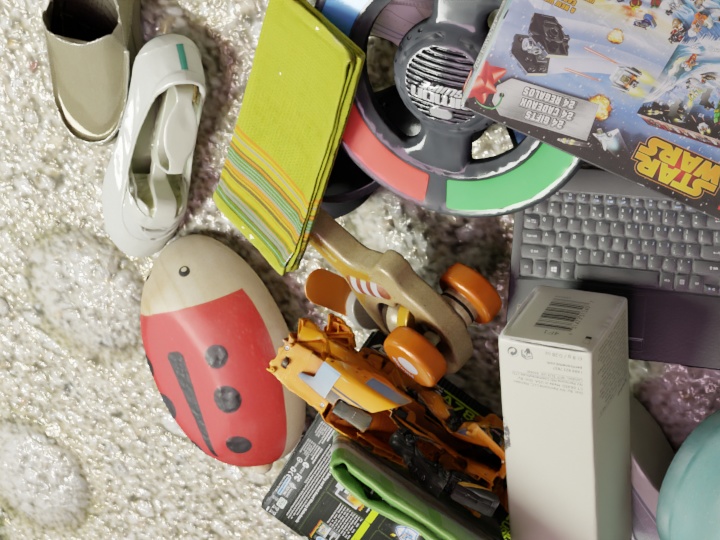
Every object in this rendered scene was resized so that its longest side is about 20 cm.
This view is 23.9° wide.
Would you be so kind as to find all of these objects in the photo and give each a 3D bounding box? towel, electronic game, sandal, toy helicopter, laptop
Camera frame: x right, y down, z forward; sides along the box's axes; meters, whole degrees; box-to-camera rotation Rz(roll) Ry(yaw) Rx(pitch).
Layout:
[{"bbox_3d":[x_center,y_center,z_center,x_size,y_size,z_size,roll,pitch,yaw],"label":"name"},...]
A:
[{"bbox_3d":[-0.052,-0.091,1.139,0.086,0.018,0.201,42,138,21],"label":"towel"},{"bbox_3d":[0.058,-0.123,1.077,0.199,0.042,0.201,12,126,18],"label":"electronic game"},{"bbox_3d":[0.003,-0.088,1.207,0.200,0.043,0.076,-28,105,38],"label":"sandal"},{"bbox_3d":[0.038,0.166,1.205,0.149,0.200,0.031,34,93,0],"label":"towel"},{"bbox_3d":[0.000,0.000,1.221,0.200,0.079,0.132,43,164,-2],"label":"toy helicopter"},{"bbox_3d":[0.168,-0.038,1.108,0.176,0.103,0.202,6,96,25],"label":"laptop"}]

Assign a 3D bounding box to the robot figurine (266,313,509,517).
[{"bbox_3d":[0.035,0.105,1.214,0.199,0.145,0.058,32,99,11],"label":"robot figurine"}]

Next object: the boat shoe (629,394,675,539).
[{"bbox_3d":[0.205,0.176,1.247,0.071,0.070,0.201,-24,110,26],"label":"boat shoe"}]

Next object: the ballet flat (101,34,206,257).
[{"bbox_3d":[-0.151,-0.078,1.272,0.069,0.069,0.201,24,125,13],"label":"ballet flat"}]

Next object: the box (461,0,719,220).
[{"bbox_3d":[0.176,-0.122,1.002,0.199,0.040,0.138,23,112,-6],"label":"box"}]

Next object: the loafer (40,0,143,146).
[{"bbox_3d":[-0.199,-0.173,1.244,0.075,0.068,0.201,20,127,15],"label":"loafer"}]

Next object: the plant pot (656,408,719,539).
[{"bbox_3d":[0.285,0.168,1.144,0.134,0.199,0.202,30,135,44],"label":"plant pot"}]

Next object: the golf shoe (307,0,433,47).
[{"bbox_3d":[-0.032,-0.195,1.142,0.199,0.078,0.098,23,133,15],"label":"golf shoe"}]

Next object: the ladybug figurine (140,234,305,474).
[{"bbox_3d":[-0.114,0.073,1.336,0.135,0.072,0.201,-12,105,42],"label":"ladybug figurine"}]

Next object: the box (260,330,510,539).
[{"bbox_3d":[0.041,0.174,1.353,0.192,0.048,0.201,33,128,2],"label":"box"}]

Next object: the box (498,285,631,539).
[{"bbox_3d":[0.141,0.117,1.156,0.068,0.082,0.201,8,119,25],"label":"box"}]
